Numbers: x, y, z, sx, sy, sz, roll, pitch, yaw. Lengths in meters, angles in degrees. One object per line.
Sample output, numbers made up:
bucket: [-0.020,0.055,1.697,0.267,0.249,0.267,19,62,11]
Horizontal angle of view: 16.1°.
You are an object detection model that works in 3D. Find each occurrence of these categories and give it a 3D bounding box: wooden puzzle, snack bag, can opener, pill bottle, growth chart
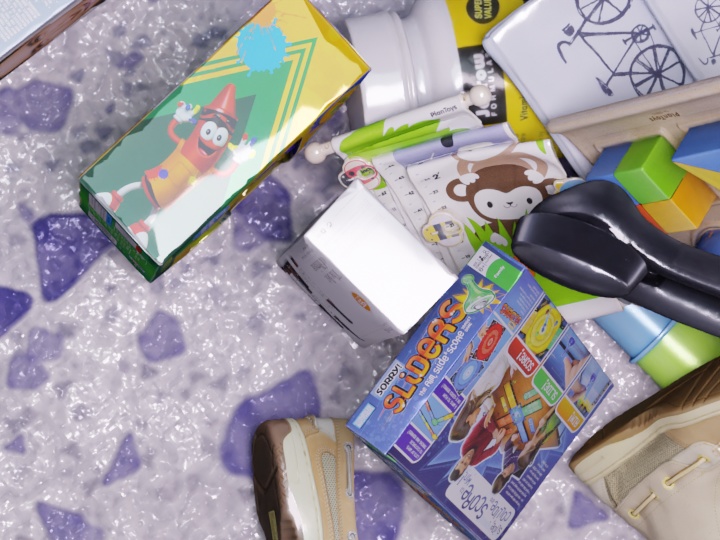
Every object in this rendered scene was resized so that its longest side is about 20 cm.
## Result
wooden puzzle: [0.221,-0.031,1.463,0.200,0.185,0.046,40,64,-23]
snack bag: [0.194,-0.127,1.515,0.200,0.021,0.189,-35,115,6]
can opener: [0.183,0.009,1.463,0.199,0.063,0.079,22,55,4]
pill bottle: [0.093,-0.122,1.574,0.199,0.114,0.115,-9,87,-6]
growth chart: [0.078,-0.031,1.544,0.144,0.018,0.200,-23,122,28]

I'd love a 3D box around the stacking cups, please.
stacking cups: [0.178,0.023,1.602,0.060,0.061,0.200,-44,90,-7]

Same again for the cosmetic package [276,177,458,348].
cosmetic package: [0.000,0.000,1.513,0.083,0.200,0.051,42,83,-1]

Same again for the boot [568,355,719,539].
boot: [0.235,0.136,1.542,0.156,0.200,0.073,53,47,-2]

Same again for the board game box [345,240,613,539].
board game box: [0.076,0.080,1.523,0.034,0.200,0.136,34,82,30]

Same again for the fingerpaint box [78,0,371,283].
fingerpaint box: [-0.084,-0.076,1.509,0.167,0.200,0.073,-44,92,-7]

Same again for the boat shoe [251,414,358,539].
boat shoe: [-0.016,0.189,1.570,0.076,0.072,0.201,-4,88,-22]

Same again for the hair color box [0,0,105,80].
hair color box: [-0.184,-0.187,1.556,0.200,0.099,0.061,-38,91,-7]
